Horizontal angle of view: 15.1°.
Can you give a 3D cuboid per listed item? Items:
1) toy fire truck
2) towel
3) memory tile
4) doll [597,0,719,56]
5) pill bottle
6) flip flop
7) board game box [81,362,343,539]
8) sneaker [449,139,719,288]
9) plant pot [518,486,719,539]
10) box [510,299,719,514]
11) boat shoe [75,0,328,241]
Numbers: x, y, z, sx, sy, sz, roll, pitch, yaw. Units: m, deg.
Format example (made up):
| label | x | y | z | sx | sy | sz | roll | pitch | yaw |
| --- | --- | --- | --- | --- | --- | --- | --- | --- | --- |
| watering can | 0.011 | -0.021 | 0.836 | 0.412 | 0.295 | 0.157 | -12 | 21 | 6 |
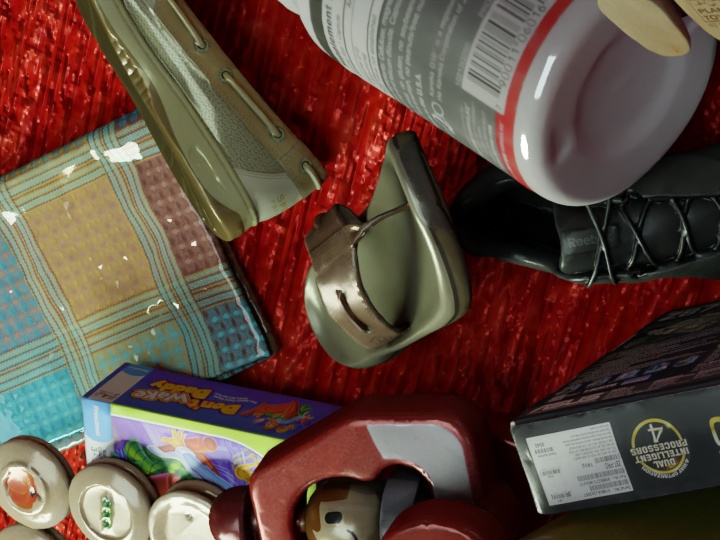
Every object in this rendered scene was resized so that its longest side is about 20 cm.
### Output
| label | x | y | z | sx | sy | sz | roll | pitch | yaw |
| --- | --- | --- | --- | --- | --- | --- | --- | --- | --- |
| toy fire truck | 0.012 | 0.154 | 1.285 | 0.168 | 0.112 | 0.200 | -3 | 114 | 21 |
| towel | -0.147 | 0.012 | 1.413 | 0.200 | 0.022 | 0.147 | -23 | 95 | 36 |
| memory tile | -0.125 | 0.186 | 1.398 | 0.153 | 0.017 | 0.200 | 14 | 118 | 24 |
| doll | 0.168 | -0.178 | 1.062 | 0.048 | 0.200 | 0.136 | 38 | 157 | -27 |
| pill bottle | 0.045 | -0.121 | 1.168 | 0.200 | 0.114 | 0.114 | 36 | 124 | 35 |
| flip flop | 0.000 | 0.000 | 1.244 | 0.200 | 0.058 | 0.081 | 134 | 118 | -66 |
| board game box | -0.068 | 0.156 | 1.389 | 0.134 | 0.045 | 0.200 | 10 | 116 | 25 |
| sneaker | 0.130 | -0.021 | 1.185 | 0.200 | 0.091 | 0.076 | -2 | 104 | 31 |
| plant pot | 0.133 | 0.171 | 1.152 | 0.200 | 0.193 | 0.201 | 4 | 95 | 50 |
| box | 0.184 | 0.040 | 1.130 | 0.200 | 0.161 | 0.049 | -15 | 101 | 34 |
| boat shoe | -0.090 | -0.114 | 1.311 | 0.201 | 0.063 | 0.073 | 60 | 171 | 4 |
